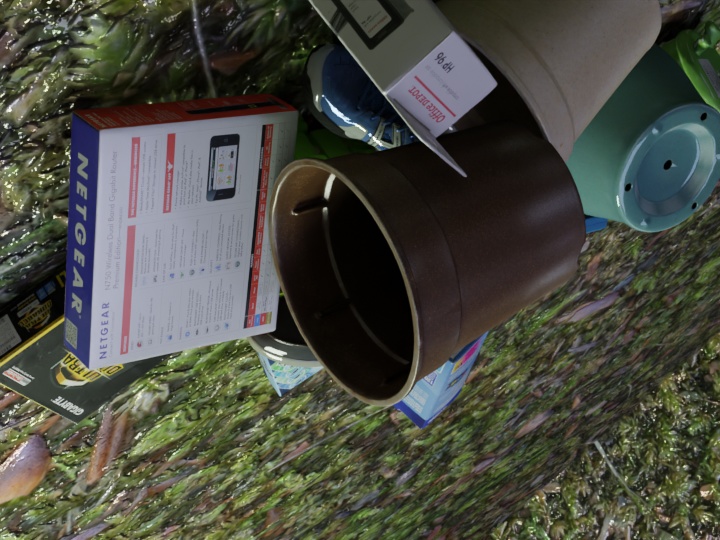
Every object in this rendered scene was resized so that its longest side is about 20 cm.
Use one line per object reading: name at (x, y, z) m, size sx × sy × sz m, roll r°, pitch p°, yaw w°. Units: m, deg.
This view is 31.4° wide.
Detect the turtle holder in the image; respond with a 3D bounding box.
turtle holder at (0.382, -0.212, 1.509) m, size 0.131 × 0.141 × 0.186 m, roll -31°, pitch -157°, yaw 29°

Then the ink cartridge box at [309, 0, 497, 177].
ink cartridge box at (0.028, -0.173, 0.938) m, size 0.068 × 0.201 × 0.116 m, roll -40°, pitch 158°, yaw 11°

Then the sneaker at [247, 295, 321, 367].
sneaker at (-0.001, 0.026, 1.149) m, size 0.198 × 0.075 × 0.107 m, roll -4°, pitch 146°, yaw -19°

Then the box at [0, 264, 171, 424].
box at (-0.251, 0.060, 1.194) m, size 0.159 × 0.049 × 0.200 m, roll -37°, pitch 158°, yaw -3°

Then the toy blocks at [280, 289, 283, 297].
toy blocks at (-0.070, -0.023, 1.180) m, size 0.199 × 0.101 × 0.137 m, roll -12°, pitch 163°, yaw -39°

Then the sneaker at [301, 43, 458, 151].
sneaker at (0.029, -0.138, 1.106) m, size 0.199 × 0.077 × 0.076 m, roll 28°, pitch 74°, yaw -44°

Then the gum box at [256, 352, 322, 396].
gum box at (-0.032, 0.052, 1.505) m, size 0.199 × 0.045 × 0.170 m, roll -32°, pitch 158°, yaw -10°

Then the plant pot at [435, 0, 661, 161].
plant pot at (0.159, -0.198, 1.130) m, size 0.183 × 0.200 × 0.201 m, roll -42°, pitch 160°, yaw -15°

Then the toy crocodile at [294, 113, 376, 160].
toy crocodile at (-0.031, -0.104, 1.167) m, size 0.199 × 0.068 × 0.062 m, roll -12°, pitch 152°, yaw -42°

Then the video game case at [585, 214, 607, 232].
video game case at (0.136, -0.071, 1.328) m, size 0.143 × 0.199 × 0.018 m, roll -13°, pitch 118°, yaw -44°

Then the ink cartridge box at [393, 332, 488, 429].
ink cartridge box at (0.058, 0.087, 1.453) m, size 0.076 × 0.136 × 0.200 m, roll -39°, pitch 162°, yaw -27°

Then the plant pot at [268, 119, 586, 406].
plant pot at (0.062, -0.021, 1.029) m, size 0.197 × 0.201 × 0.201 m, roll -22°, pitch 154°, yaw -29°

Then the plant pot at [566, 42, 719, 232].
plant pot at (0.251, -0.137, 1.263) m, size 0.199 × 0.188 × 0.201 m, roll -16°, pitch 127°, yaw -22°

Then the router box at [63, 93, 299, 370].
router box at (-0.144, -0.034, 1.027) m, size 0.178 × 0.049 × 0.202 m, roll -10°, pitch 119°, yaw -37°
